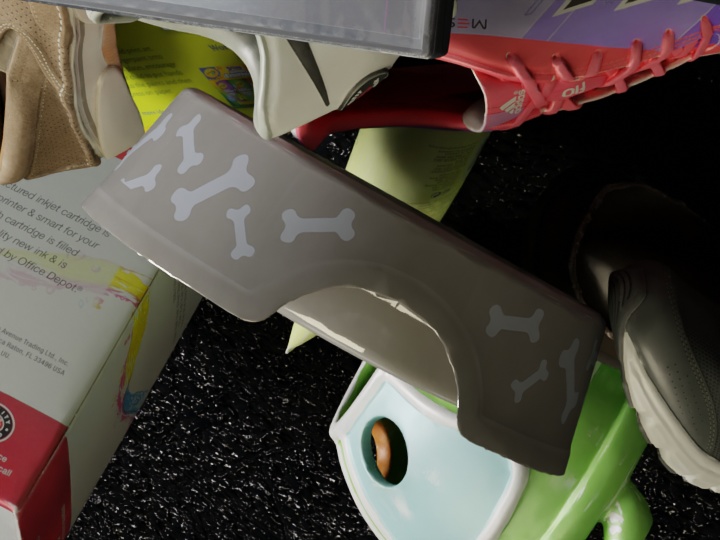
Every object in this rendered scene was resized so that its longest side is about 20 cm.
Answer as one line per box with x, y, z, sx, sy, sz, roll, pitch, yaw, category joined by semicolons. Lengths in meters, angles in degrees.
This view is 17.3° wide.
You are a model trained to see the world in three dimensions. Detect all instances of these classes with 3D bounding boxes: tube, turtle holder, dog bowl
0.012;-0.030;1.005;0.058;0.052;0.200;3;151;-11;tube
0.067;0.066;1.031;0.131;0.141;0.186;32;154;-4;turtle holder
0.000;0.000;0.854;0.199;0.059;0.200;29;-178;-1;dog bowl

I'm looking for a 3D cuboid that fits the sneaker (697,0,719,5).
0.090;-0.141;0.704;0.200;0.108;0.067;18;156;34;sneaker

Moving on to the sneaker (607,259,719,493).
0.167;0.049;0.876;0.084;0.075;0.200;-31;129;26;sneaker

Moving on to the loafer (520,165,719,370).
0.150;0.022;0.948;0.199;0.073;0.071;33;168;-28;loafer

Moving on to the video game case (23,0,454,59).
-0.061;-0.146;0.689;0.199;0.019;0.144;11;103;23;video game case

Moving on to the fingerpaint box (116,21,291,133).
-0.078;-0.131;0.910;0.199;0.074;0.167;-1;141;43;fingerpaint box

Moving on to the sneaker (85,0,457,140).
-0.068;-0.127;0.738;0.200;0.088;0.074;46;169;6;sneaker

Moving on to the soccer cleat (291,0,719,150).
0.067;-0.078;0.798;0.198;0.074;0.068;-4;139;4;soccer cleat

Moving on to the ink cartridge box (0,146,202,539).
-0.173;0.024;1.126;0.145;0.201;0.145;26;155;7;ink cartridge box

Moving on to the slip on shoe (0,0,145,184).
-0.126;-0.099;0.839;0.076;0.060;0.200;60;170;26;slip on shoe
